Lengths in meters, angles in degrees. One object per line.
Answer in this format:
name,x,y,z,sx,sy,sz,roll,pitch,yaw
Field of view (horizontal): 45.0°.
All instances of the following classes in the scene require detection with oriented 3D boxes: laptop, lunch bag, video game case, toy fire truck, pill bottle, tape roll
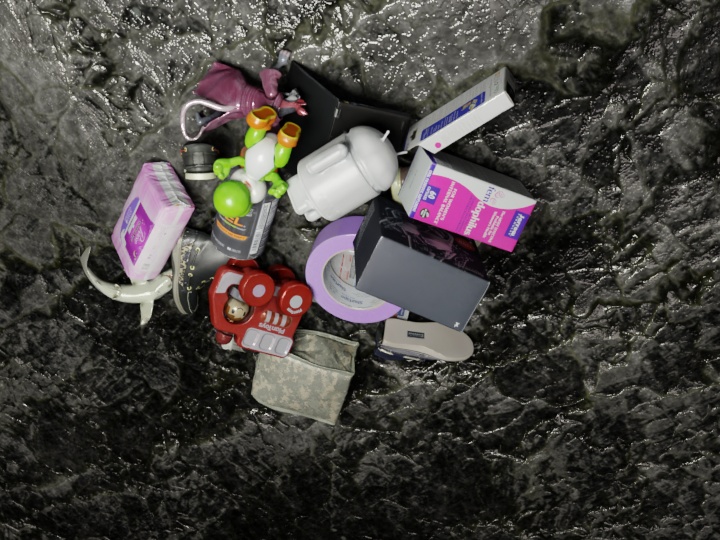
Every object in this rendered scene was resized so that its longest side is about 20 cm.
laptop,-0.040,-0.231,1.492,0.198,0.117,0.188,8,129,-15
lunch bag,-0.121,0.208,1.788,0.198,0.118,0.165,15,127,-5
video game case,0.007,0.023,1.689,0.198,0.018,0.144,13,126,3
toy fire truck,-0.195,0.073,1.632,0.198,0.112,0.169,17,102,-33
pill bottle,-0.202,-0.127,1.571,0.105,0.107,0.201,19,126,-2
tape roll,0.000,0.000,1.623,0.198,0.066,0.202,6,127,8

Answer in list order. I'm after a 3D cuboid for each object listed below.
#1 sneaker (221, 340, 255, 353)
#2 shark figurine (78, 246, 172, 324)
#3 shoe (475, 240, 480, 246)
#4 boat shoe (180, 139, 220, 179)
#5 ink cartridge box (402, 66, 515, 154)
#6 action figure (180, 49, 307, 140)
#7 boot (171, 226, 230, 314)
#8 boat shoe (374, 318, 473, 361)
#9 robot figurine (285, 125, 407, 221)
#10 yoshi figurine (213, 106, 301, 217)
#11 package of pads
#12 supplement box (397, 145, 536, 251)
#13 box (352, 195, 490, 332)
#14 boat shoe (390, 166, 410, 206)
sneaker,-0.223,0.097,1.758,0.087,0.074,0.201,19,132,-2
shark figurine,-0.480,0.029,1.764,0.212,0.089,0.130,14,94,-8
shoe,0.171,-0.009,1.598,0.053,0.070,0.201,26,124,2
boat shoe,-0.272,-0.194,1.500,0.073,0.201,0.064,-3,99,-7
ink cartridge box,0.160,-0.250,1.412,0.199,0.095,0.037,-27,117,27
action figure,-0.182,-0.285,1.436,0.198,0.149,0.135,11,122,21
boot,-0.289,0.010,1.708,0.152,0.074,0.205,7,126,4
boat shoe,0.120,0.148,1.734,0.198,0.075,0.093,14,152,-8
robot figurine,-0.022,-0.157,1.406,0.199,0.114,0.169,-30,161,16
yoshi figurine,-0.178,-0.157,1.410,0.111,0.113,0.201,3,134,-35
package of pads,-0.390,-0.091,1.624,0.075,0.121,0.201,-2,139,-42
supplement box,0.178,-0.122,1.464,0.198,0.104,0.102,17,112,-16
box,0.097,-0.015,1.455,0.198,0.183,0.105,22,114,-13
boat shoe,0.103,-0.094,1.552,0.065,0.072,0.203,-6,119,21
